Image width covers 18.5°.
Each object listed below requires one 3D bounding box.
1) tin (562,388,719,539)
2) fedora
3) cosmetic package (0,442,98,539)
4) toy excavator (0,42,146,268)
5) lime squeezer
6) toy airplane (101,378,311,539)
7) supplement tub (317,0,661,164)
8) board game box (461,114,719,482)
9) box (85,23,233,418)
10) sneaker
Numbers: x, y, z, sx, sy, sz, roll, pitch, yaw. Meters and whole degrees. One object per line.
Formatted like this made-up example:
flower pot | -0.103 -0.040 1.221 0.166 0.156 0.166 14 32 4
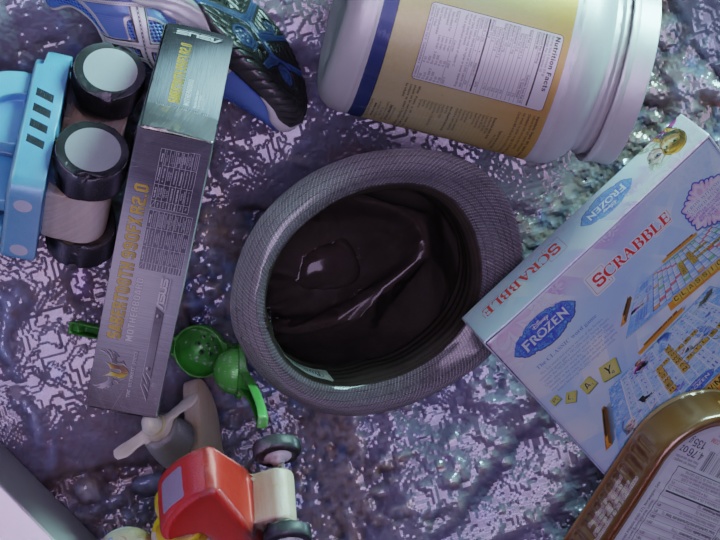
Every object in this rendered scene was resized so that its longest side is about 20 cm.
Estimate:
tin | 0.207 0.174 1.513 0.112 0.042 0.201 24 104 -28
fedora | 0.000 0.000 1.466 0.199 0.090 0.178 -24 113 -14
cosmetic package | -0.216 0.209 1.474 0.085 0.108 0.200 -42 100 2
toy excavator | -0.248 -0.059 1.398 0.199 0.100 0.195 10 55 -5
lime squeezer | -0.104 0.059 1.456 0.070 0.200 0.038 14 97 -47
toy airplane | -0.102 0.187 1.442 0.140 0.200 0.200 -7 104 -3
supplement tub | 0.082 -0.152 1.435 0.199 0.144 0.145 14 96 -7
board game box | 0.199 0.031 1.483 0.200 0.041 0.200 -42 124 0
box | -0.127 -0.033 1.394 0.048 0.159 0.201 12 119 -4
sneaker | -0.120 -0.157 1.462 0.200 0.076 0.077 40 116 -10
